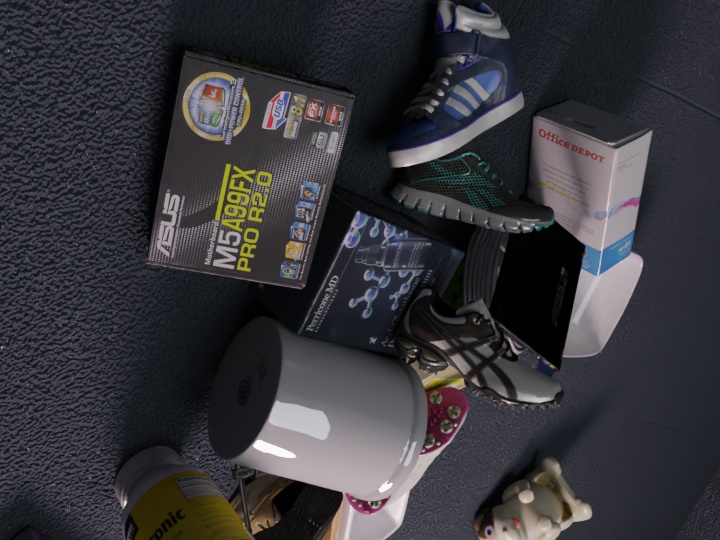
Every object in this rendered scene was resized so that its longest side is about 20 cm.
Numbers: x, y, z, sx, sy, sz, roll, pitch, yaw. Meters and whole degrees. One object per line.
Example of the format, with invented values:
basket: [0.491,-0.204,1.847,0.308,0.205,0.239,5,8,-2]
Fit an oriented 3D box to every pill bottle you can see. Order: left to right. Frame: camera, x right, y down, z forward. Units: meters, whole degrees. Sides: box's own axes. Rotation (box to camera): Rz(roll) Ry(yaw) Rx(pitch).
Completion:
pill bottle: [-0.189,0.283,0.790,0.110,0.199,0.113,-22,129,-30]

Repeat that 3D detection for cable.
cable: [0.206,0.019,1.028,0.200,0.068,0.203,-42,131,-51]

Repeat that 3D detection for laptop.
laptop: [0.220,0.043,0.968,0.199,0.115,0.189,35,59,-24]

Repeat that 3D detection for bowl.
bowl: [0.374,0.041,1.241,0.198,0.074,0.202,6,112,-44]

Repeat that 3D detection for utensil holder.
utensil holder: [-0.051,0.158,0.837,0.198,0.170,0.171,22,101,-32]

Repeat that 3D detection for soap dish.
soap dish: [0.003,0.313,1.060,0.156,0.081,0.202,-21,128,-43]

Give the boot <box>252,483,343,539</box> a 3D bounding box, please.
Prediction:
boot: [-0.095,0.355,0.909,0.199,0.067,0.132,-37,155,-36]

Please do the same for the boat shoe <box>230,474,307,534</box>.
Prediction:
boat shoe: [-0.118,0.313,0.973,0.201,0.066,0.074,-54,138,-1]

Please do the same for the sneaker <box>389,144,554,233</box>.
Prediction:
sneaker: [0.137,-0.100,0.870,0.078,0.197,0.093,-34,138,-82]

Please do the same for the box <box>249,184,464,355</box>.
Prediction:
box: [0.000,0.000,0.851,0.199,0.107,0.150,16,105,-46]

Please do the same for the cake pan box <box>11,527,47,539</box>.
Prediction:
cake pan box: [-0.385,0.402,0.802,0.200,0.052,0.185,-41,134,-15]

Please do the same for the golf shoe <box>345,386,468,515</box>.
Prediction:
golf shoe: [0.064,0.233,0.955,0.200,0.075,0.092,-43,153,-3]

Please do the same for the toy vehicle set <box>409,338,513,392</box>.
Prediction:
toy vehicle set: [0.091,0.145,0.958,0.199,0.027,0.124,-36,152,29]

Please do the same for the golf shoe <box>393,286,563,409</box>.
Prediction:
golf shoe: [0.138,0.085,0.814,0.078,0.198,0.096,-22,132,-73]

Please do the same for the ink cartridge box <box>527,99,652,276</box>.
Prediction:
ink cartridge box: [0.313,-0.119,1.029,0.084,0.144,0.202,-26,131,-26]

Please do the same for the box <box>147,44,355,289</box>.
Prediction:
box: [-0.107,-0.091,0.696,0.158,0.044,0.202,10,111,-19]

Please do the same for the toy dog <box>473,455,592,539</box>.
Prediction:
toy dog: [0.317,0.484,1.451,0.198,0.141,0.194,-22,166,-32]

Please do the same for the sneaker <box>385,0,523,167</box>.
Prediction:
sneaker: [0.088,-0.216,0.813,0.199,0.080,0.148,-30,109,-22]

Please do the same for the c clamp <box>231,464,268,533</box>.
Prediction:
c clamp: [-0.082,0.210,0.927,0.198,0.027,0.173,-14,93,-39]

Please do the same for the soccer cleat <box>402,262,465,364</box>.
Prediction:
soccer cleat: [0.122,0.085,1.049,0.081,0.067,0.202,14,104,-52]
